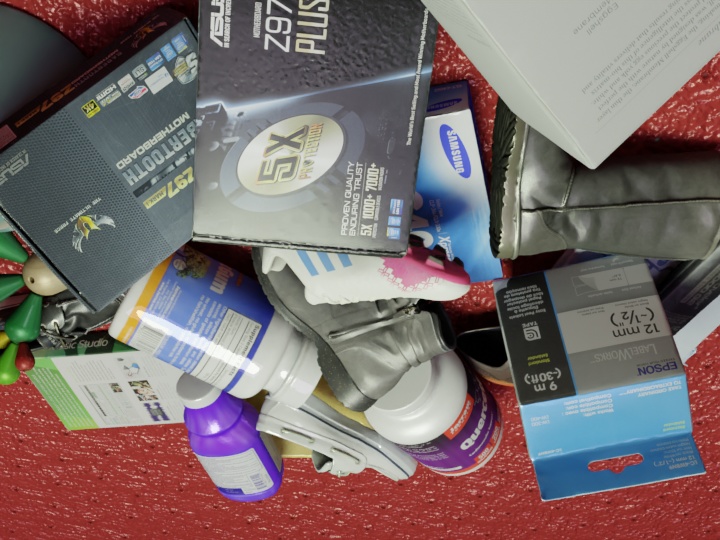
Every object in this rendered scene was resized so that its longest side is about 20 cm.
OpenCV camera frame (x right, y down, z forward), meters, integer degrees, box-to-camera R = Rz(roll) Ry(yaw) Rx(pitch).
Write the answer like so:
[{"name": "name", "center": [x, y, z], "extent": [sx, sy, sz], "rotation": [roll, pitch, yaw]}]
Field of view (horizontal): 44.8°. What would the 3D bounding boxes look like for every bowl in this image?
[{"name": "bowl", "center": [-0.314, -0.108, 0.721], "extent": [0.200, 0.105, 0.201], "rotation": [2, 138, 2]}]

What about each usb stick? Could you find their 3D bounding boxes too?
[{"name": "usb stick", "center": [0.324, -0.004, 0.802], "extent": [0.055, 0.033, 0.200], "rotation": [12, 137, -18]}]

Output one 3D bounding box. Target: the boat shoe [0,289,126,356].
[{"name": "boat shoe", "center": [-0.329, 0.055, 0.919], "extent": [0.199, 0.066, 0.070], "rotation": [-10, 135, 15]}]

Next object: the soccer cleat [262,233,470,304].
[{"name": "soccer cleat", "center": [0.000, 0.000, 0.752], "extent": [0.200, 0.070, 0.087], "rotation": [23, 102, 28]}]

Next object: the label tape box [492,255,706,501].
[{"name": "label tape box", "center": [0.207, 0.089, 0.776], "extent": [0.143, 0.200, 0.066], "rotation": [-12, 141, 8]}]

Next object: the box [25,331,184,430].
[{"name": "box", "center": [-0.276, 0.127, 1.016], "extent": [0.199, 0.036, 0.145], "rotation": [-6, 136, 8]}]

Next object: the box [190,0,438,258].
[{"name": "box", "center": [-0.036, -0.121, 0.646], "extent": [0.163, 0.086, 0.201], "rotation": [6, 114, -4]}]

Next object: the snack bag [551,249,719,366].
[{"name": "snack bag", "center": [0.285, 0.019, 0.870], "extent": [0.199, 0.021, 0.189], "rotation": [15, 136, -11]}]

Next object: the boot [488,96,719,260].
[{"name": "boot", "center": [0.211, -0.086, 0.728], "extent": [0.199, 0.073, 0.182], "rotation": [-1, 121, -2]}]

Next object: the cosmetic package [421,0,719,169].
[{"name": "cosmetic package", "center": [0.135, -0.209, 0.519], "extent": [0.199, 0.123, 0.200], "rotation": [-43, 122, 7]}]

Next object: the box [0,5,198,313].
[{"name": "box", "center": [-0.184, -0.085, 0.694], "extent": [0.200, 0.051, 0.158], "rotation": [-40, 133, -12]}]

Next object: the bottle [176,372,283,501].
[{"name": "bottle", "center": [-0.148, 0.183, 0.973], "extent": [0.083, 0.065, 0.200], "rotation": [-8, 135, 11]}]

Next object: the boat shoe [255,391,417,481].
[{"name": "boat shoe", "center": [-0.030, 0.192, 0.959], "extent": [0.200, 0.067, 0.074], "rotation": [33, 161, -18]}]

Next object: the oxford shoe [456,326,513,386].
[{"name": "oxford shoe", "center": [0.184, 0.090, 0.864], "extent": [0.200, 0.071, 0.072], "rotation": [-1, 160, 40]}]

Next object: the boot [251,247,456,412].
[{"name": "boot", "center": [-0.004, 0.018, 0.813], "extent": [0.132, 0.070, 0.200], "rotation": [-42, 79, 24]}]

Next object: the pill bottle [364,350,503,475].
[{"name": "pill bottle", "center": [0.072, 0.140, 0.915], "extent": [0.112, 0.113, 0.200], "rotation": [-15, 150, 19]}]

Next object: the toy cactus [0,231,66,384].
[{"name": "toy cactus", "center": [-0.342, 0.010, 0.845], "extent": [0.165, 0.102, 0.201], "rotation": [-17, 97, -14]}]

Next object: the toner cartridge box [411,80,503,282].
[{"name": "toner cartridge box", "center": [0.067, -0.068, 0.779], "extent": [0.095, 0.043, 0.200], "rotation": [-9, 135, 12]}]

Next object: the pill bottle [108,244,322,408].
[{"name": "pill bottle", "center": [-0.133, 0.056, 0.858], "extent": [0.200, 0.112, 0.112], "rotation": [27, 132, -13]}]

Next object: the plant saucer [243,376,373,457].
[{"name": "plant saucer", "center": [-0.071, 0.144, 1.008], "extent": [0.199, 0.049, 0.200], "rotation": [1, 137, 5]}]
